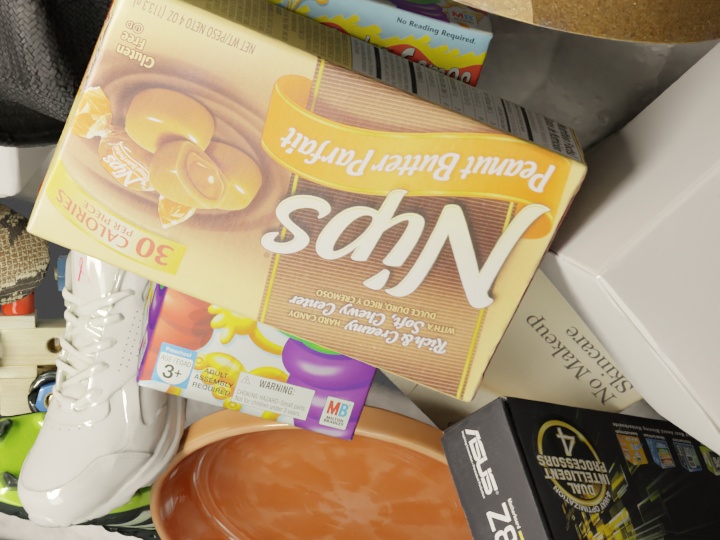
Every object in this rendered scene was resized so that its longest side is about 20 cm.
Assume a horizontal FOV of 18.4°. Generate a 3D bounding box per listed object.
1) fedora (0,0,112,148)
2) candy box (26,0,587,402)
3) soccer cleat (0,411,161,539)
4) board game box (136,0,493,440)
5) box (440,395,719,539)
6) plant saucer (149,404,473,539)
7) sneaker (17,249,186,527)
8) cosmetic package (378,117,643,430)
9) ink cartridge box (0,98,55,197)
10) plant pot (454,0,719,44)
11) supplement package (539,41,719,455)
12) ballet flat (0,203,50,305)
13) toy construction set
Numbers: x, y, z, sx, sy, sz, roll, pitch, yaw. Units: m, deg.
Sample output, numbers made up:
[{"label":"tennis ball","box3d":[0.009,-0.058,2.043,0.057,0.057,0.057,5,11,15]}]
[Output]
[{"label":"fedora","box3d":[-0.127,-0.126,0.998,0.092,0.201,0.201,38,139,40]},{"label":"candy box","box3d":[-0.022,-0.037,0.913,0.200,0.055,0.115,21,111,-11]},{"label":"soccer cleat","box3d":[-0.128,0.119,1.205,0.200,0.068,0.081,4,143,-28]},{"label":"board game box","box3d":[-0.023,-0.043,0.997,0.105,0.103,0.200,15,112,-9]},{"label":"box","box3d":[0.138,0.148,1.060,0.200,0.161,0.049,13,143,-45]},{"label":"plant saucer","box3d":[-0.008,0.125,1.145,0.200,0.032,0.200,7,143,6]},{"label":"sneaker","box3d":[-0.124,0.031,1.101,0.078,0.200,0.099,3,144,36]},{"label":"cosmetic package","box3d":[0.111,0.010,1.086,0.104,0.073,0.200,44,126,-13]},{"label":"ink cartridge box","box3d":[-0.223,-0.149,1.089,0.145,0.084,0.200,11,126,13]},{"label":"plant pot","box3d":[0.090,-0.217,0.885,0.186,0.186,0.200,17,114,8]},{"label":"supplement package","box3d":[0.186,-0.030,0.940,0.200,0.121,0.120,-41,107,-3]},{"label":"ballet flat","box3d":[-0.260,-0.024,1.129,0.200,0.068,0.075,12,165,13]},{"label":"toy construction set","box3d":[-0.203,0.018,1.204,0.200,0.092,0.131,1,99,11]}]
